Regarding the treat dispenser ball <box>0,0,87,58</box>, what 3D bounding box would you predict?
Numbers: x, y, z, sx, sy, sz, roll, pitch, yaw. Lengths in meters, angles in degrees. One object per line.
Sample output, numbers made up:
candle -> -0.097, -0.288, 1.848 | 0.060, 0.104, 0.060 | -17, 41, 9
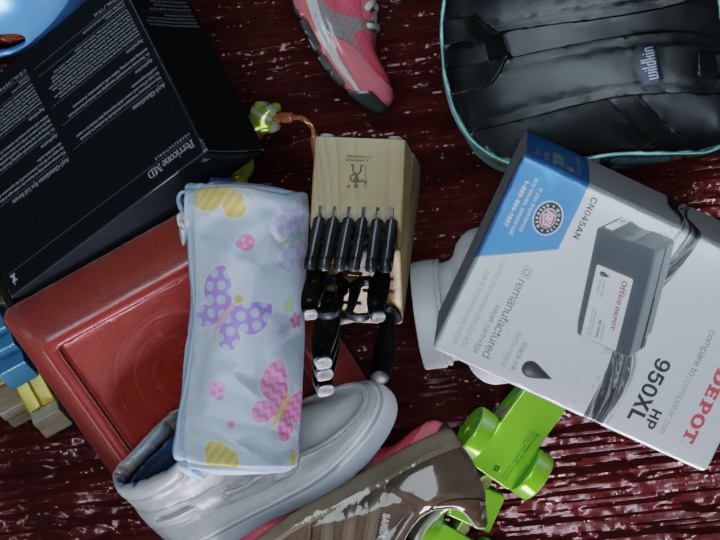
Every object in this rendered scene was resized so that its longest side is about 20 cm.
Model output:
treat dispenser ball -> -0.266, -0.248, 1.517 | 0.199, 0.201, 0.203 | 0, 93, 6

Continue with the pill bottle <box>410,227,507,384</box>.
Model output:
pill bottle -> 0.138, 0.018, 1.531 | 0.198, 0.112, 0.113 | -8, 92, 6

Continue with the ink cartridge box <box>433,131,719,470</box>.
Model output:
ink cartridge box -> 0.167, 0.020, 1.428 | 0.199, 0.084, 0.145 | 24, 104, -2

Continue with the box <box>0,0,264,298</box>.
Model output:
box -> -0.185, -0.091, 1.520 | 0.199, 0.079, 0.142 | -33, 74, 28

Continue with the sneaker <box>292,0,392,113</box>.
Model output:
sneaker -> -0.012, -0.211, 1.549 | 0.086, 0.074, 0.201 | -26, 90, 5

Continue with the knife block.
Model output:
knife block -> 0.000, 0.000, 1.493 | 0.063, 0.200, 0.177 | 3, 86, 6

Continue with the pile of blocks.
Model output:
pile of blocks -> -0.286, 0.039, 1.591 | 0.062, 0.082, 0.201 | -28, 90, 6

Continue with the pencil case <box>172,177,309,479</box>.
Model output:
pencil case -> -0.080, 0.038, 1.454 | 0.083, 0.090, 0.202 | 2, 91, 49

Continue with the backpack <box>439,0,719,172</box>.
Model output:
backpack -> 0.151, -0.151, 1.502 | 0.198, 0.153, 0.177 | -9, 92, -2

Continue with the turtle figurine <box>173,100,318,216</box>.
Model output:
turtle figurine -> -0.122, -0.052, 1.569 | 0.161, 0.064, 0.201 | 34, 123, 16

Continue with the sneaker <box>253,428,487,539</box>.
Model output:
sneaker -> -0.004, 0.188, 1.503 | 0.199, 0.070, 0.076 | -33, 79, 15

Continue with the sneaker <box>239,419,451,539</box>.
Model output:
sneaker -> -0.025, 0.160, 1.575 | 0.200, 0.074, 0.087 | -38, 87, 6

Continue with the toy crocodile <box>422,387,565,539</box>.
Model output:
toy crocodile -> 0.083, 0.161, 1.574 | 0.067, 0.062, 0.201 | 30, 93, -12

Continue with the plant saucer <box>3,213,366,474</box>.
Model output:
plant saucer -> -0.121, 0.067, 1.555 | 0.199, 0.037, 0.200 | -29, 117, 6

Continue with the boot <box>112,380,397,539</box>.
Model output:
boot -> -0.076, 0.123, 1.524 | 0.199, 0.074, 0.096 | -35, 129, 11
